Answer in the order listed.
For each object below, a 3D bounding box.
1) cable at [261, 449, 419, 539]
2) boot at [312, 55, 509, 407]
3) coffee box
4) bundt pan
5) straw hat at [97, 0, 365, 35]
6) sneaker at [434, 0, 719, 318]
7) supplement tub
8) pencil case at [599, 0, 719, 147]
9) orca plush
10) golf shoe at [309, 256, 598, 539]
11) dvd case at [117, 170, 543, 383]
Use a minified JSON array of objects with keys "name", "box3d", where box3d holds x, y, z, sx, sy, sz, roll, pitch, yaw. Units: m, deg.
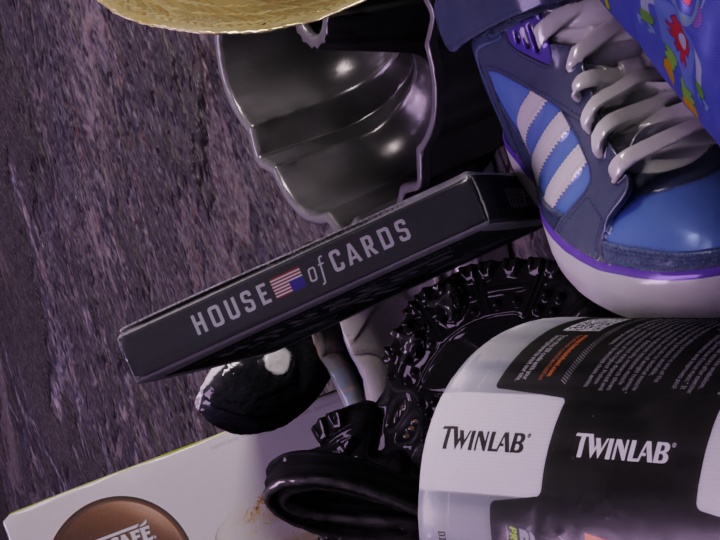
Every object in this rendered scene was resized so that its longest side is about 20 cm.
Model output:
[{"name":"cable","box3d":[0.056,0.122,1.030,0.097,0.199,0.051,-29,48,48]},{"name":"boot","box3d":[0.016,-0.010,1.143,0.074,0.095,0.202,-177,71,-73]},{"name":"coffee box","box3d":[-0.055,0.190,1.314,0.200,0.198,0.199,50,-160,-83]},{"name":"bundt pan","box3d":[0.008,-0.119,1.050,0.202,0.075,0.203,34,132,49]},{"name":"straw hat","box3d":[-0.012,-0.147,0.908,0.202,0.200,0.085,61,-179,34]},{"name":"sneaker","box3d":[0.088,-0.080,0.856,0.200,0.080,0.147,-126,20,-61]},{"name":"supplement tub","box3d":[0.122,0.076,0.756,0.199,0.122,0.123,-2,106,50]},{"name":"pencil case","box3d":[0.126,-0.078,0.737,0.200,0.078,0.087,57,168,41]},{"name":"orca plush","box3d":[-0.009,0.038,1.229,0.071,0.200,0.106,30,109,11]},{"name":"golf shoe","box3d":[0.052,0.057,1.077,0.200,0.094,0.078,-43,61,41]},{"name":"dvd case","box3d":[0.000,0.000,0.971,0.025,0.149,0.200,66,-167,3]}]
